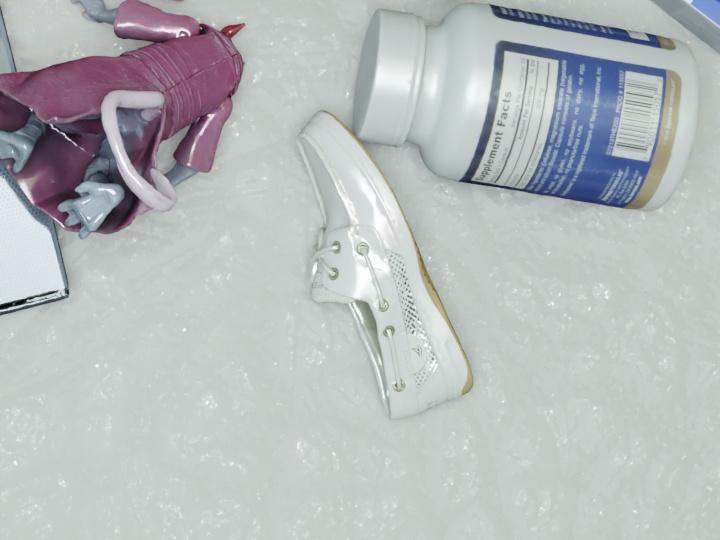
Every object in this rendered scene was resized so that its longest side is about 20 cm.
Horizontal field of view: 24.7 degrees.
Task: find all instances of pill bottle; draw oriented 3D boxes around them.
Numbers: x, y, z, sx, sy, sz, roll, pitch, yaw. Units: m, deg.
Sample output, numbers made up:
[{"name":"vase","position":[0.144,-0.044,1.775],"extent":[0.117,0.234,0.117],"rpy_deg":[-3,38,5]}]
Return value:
[{"name":"pill bottle","position":[0.100,-0.105,1.024],"extent":[0.199,0.111,0.112],"rpy_deg":[9,87,-9]}]

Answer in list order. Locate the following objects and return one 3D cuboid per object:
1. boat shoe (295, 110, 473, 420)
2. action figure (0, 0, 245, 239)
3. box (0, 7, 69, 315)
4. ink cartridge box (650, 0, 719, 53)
[{"name":"boat shoe","position":[0.000,0.000,1.024],"extent":[0.069,0.071,0.201],"rpy_deg":[-27,94,-11]},{"name":"action figure","position":[-0.126,-0.111,0.970],"extent":[0.200,0.149,0.134],"rpy_deg":[-39,105,-40]},{"name":"box","position":[-0.274,-0.061,0.993],"extent":[0.157,0.051,0.201],"rpy_deg":[-13,90,-10]},{"name":"ink cartridge box","position":[0.227,-0.215,1.082],"extent":[0.200,0.044,0.094],"rpy_deg":[36,85,-7]}]
